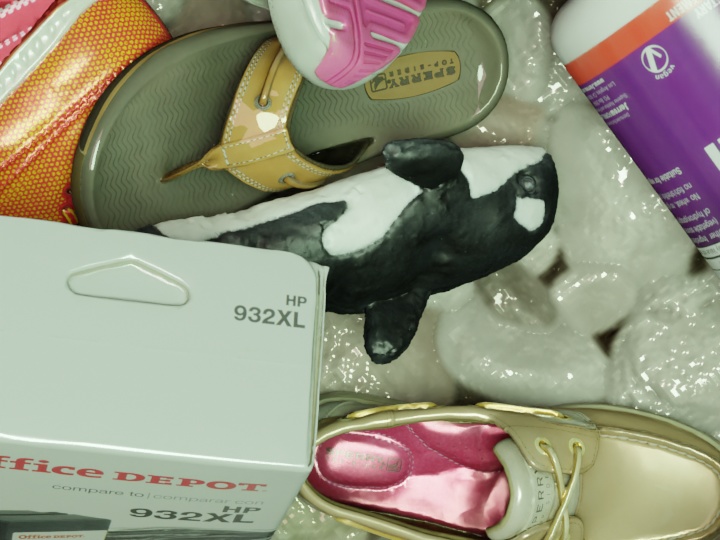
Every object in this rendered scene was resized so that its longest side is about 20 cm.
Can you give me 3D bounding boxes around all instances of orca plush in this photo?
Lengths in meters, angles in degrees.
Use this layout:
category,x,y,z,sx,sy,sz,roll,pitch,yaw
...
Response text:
category,x,y,z,sx,sy,sz,roll,pitch,yaw
orca plush,0.000,0.000,0.848,0.199,0.105,0.072,-6,68,-38

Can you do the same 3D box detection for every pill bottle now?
category,x,y,z,sx,sy,sz,roll,pitch,yaw
pill bottle,0.173,-0.052,0.854,0.112,0.112,0.200,-37,93,5

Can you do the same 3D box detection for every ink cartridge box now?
category,x,y,z,sx,sy,sz,roll,pitch,yaw
ink cartridge box,-0.102,0.063,0.815,0.144,0.200,0.084,7,65,-10

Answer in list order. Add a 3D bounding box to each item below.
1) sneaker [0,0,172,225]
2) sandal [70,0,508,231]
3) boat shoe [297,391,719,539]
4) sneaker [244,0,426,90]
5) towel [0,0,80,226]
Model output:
category,x,y,z,sx,sy,sz,roll,pitch,yaw
sneaker,-0.151,-0.030,0.871,0.200,0.073,0.077,-44,101,8
sandal,-0.022,-0.061,0.859,0.199,0.055,0.082,-15,110,-20
boat shoe,0.063,0.092,0.893,0.198,0.069,0.074,3,95,2
sneaker,-0.039,-0.139,0.848,0.088,0.201,0.081,-38,137,22
towel,-0.151,-0.045,0.915,0.144,0.022,0.201,-28,93,4
